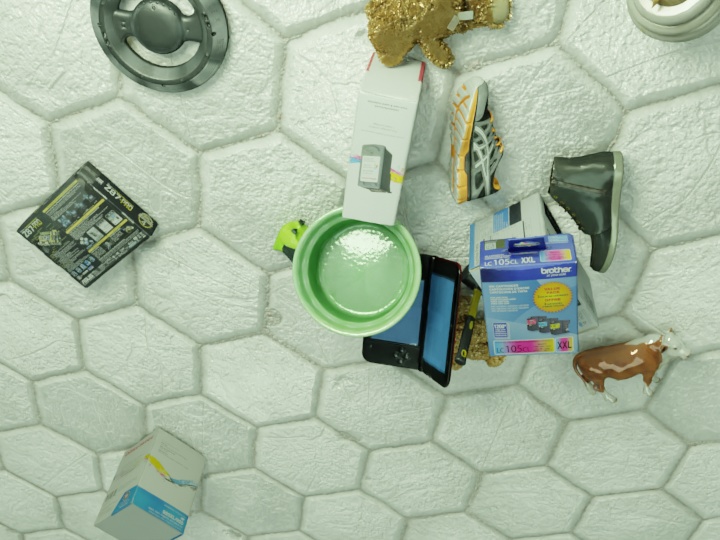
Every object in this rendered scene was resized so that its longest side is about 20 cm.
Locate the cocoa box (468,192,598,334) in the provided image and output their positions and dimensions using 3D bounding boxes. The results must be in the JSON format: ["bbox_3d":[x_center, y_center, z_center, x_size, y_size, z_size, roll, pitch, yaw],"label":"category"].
[{"bbox_3d":[0.276,0.007,1.135,0.131,0.134,0.200,-25,119,25],"label":"cocoa box"}]

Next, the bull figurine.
[{"bbox_3d":[0.488,0.170,1.267,0.199,0.065,0.122,-10,117,18],"label":"bull figurine"}]

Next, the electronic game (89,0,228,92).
[{"bbox_3d":[-0.287,-0.351,1.007,0.199,0.042,0.201,3,127,4],"label":"electronic game"}]

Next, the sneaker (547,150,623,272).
[{"bbox_3d":[0.345,-0.091,1.098,0.106,0.075,0.201,2,118,13],"label":"sneaker"}]

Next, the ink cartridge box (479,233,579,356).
[{"bbox_3d":[0.246,0.026,1.024,0.136,0.077,0.201,-5,123,13],"label":"ink cartridge box"}]

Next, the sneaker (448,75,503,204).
[{"bbox_3d":[0.175,-0.193,1.045,0.077,0.078,0.201,-5,130,-4],"label":"sneaker"}]

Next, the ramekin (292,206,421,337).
[{"bbox_3d":[0.000,0.000,1.109,0.199,0.098,0.201,0,91,9],"label":"ramekin"}]

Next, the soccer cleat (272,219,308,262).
[{"bbox_3d":[-0.064,-0.004,1.213,0.200,0.068,0.081,42,133,-1],"label":"soccer cleat"}]

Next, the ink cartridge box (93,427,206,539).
[{"bbox_3d":[-0.463,0.491,1.571,0.147,0.201,0.145,-35,118,29],"label":"ink cartridge box"}]

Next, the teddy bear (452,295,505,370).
[{"bbox_3d":[0.180,0.116,1.263,0.199,0.067,0.145,30,123,-13],"label":"teddy bear"}]

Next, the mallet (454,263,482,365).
[{"bbox_3d":[0.176,0.067,1.160,0.066,0.200,0.041,38,137,-7],"label":"mallet"}]

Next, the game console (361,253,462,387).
[{"bbox_3d":[0.080,0.074,1.164,0.171,0.119,0.201,7,96,14],"label":"game console"}]

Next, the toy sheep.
[{"bbox_3d":[0.384,-0.341,0.845,0.137,0.199,0.139,7,101,39],"label":"toy sheep"}]

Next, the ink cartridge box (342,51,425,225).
[{"bbox_3d":[0.032,-0.190,1.015,0.085,0.148,0.201,10,129,2],"label":"ink cartridge box"}]

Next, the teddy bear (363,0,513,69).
[{"bbox_3d":[0.105,-0.350,0.945,0.199,0.067,0.145,-33,126,21],"label":"teddy bear"}]

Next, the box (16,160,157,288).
[{"bbox_3d":[-0.483,-0.075,1.242,0.200,0.049,0.161,-32,118,28],"label":"box"}]
